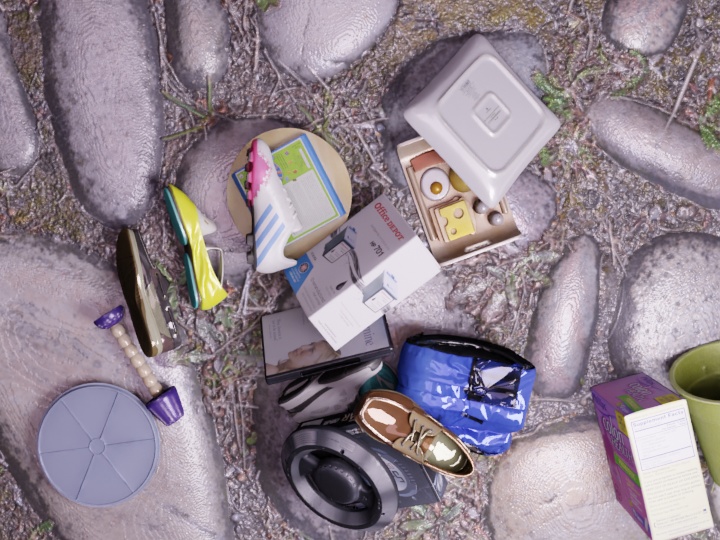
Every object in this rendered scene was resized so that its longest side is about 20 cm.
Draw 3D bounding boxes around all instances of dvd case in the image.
[{"bbox_3d":[-0.054,0.099,1.409,0.197,0.144,0.018,-14,128,0],"label":"dvd case"}]

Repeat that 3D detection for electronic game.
[{"bbox_3d":[-0.032,0.313,1.375,0.197,0.042,0.202,17,129,21],"label":"electronic game"}]

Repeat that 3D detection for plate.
[{"bbox_3d":[0.192,-0.232,1.385,0.200,0.032,0.200,45,70,-7],"label":"plate"}]

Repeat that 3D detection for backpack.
[{"bbox_3d":[0.149,0.183,1.400,0.197,0.163,0.170,14,85,0],"label":"backpack"}]

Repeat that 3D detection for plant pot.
[{"bbox_3d":[0.594,0.237,1.427,0.197,0.200,0.193,-15,109,0],"label":"plant pot"}]

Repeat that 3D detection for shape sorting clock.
[{"bbox_3d":[-0.111,-0.119,1.426,0.196,0.039,0.204,0,98,2],"label":"shape sorting clock"}]

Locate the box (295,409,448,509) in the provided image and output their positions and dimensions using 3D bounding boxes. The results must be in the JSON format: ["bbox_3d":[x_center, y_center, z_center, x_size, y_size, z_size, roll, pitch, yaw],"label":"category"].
[{"bbox_3d":[0.012,0.289,1.397,0.198,0.044,0.162,-16,110,30],"label":"box"}]

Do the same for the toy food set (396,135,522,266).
[{"bbox_3d":[0.154,-0.123,1.423,0.142,0.060,0.203,-20,96,0],"label":"toy food set"}]

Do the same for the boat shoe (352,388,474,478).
[{"bbox_3d":[0.083,0.230,1.283,0.199,0.074,0.076,31,85,-22],"label":"boat shoe"}]

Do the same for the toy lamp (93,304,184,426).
[{"bbox_3d":[-0.343,0.152,1.445,0.058,0.058,0.202,-29,95,2],"label":"toy lamp"}]

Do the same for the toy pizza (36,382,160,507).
[{"bbox_3d":[-0.417,0.278,1.468,0.197,0.032,0.204,0,96,-1],"label":"toy pizza"}]

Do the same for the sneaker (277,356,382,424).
[{"bbox_3d":[-0.024,0.199,1.435,0.199,0.076,0.116,-29,108,31],"label":"sneaker"}]

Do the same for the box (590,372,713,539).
[{"bbox_3d":[0.446,0.284,1.419,0.095,0.176,0.203,-14,97,0],"label":"box"}]

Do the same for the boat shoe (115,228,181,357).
[{"bbox_3d":[-0.328,0.032,1.428,0.065,0.071,0.204,-10,80,-38],"label":"boat shoe"}]

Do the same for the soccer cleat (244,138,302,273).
[{"bbox_3d":[-0.131,-0.097,1.383,0.085,0.070,0.203,-2,102,-10],"label":"soccer cleat"}]

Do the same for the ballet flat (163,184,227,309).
[{"bbox_3d":[-0.251,-0.040,1.427,0.066,0.067,0.203,-16,100,-21],"label":"ballet flat"}]

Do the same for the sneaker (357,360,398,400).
[{"bbox_3d":[0.042,0.238,1.452,0.076,0.080,0.203,-14,96,0],"label":"sneaker"}]

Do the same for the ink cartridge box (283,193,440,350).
[{"bbox_3d":[0.000,0.000,1.380,0.199,0.147,0.086,-38,126,3],"label":"ink cartridge box"}]
